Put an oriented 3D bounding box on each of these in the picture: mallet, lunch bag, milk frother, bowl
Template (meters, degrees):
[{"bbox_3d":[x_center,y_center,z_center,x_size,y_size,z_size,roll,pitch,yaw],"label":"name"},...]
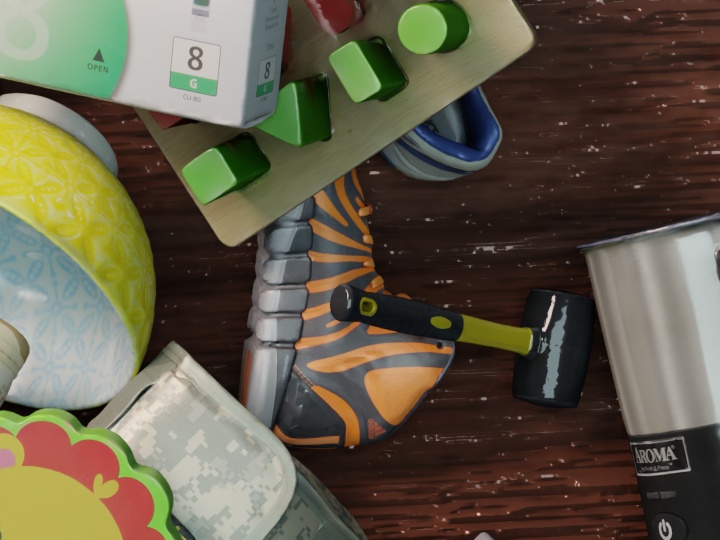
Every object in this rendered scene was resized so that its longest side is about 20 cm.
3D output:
[{"bbox_3d":[0.054,0.041,1.574,0.200,0.041,0.066,2,93,-47],"label":"mallet"},{"bbox_3d":[-0.092,0.156,1.541,0.164,0.118,0.200,-46,122,-4],"label":"lunch bag"},{"bbox_3d":[0.244,0.053,1.611,0.200,0.180,0.189,-13,91,-48],"label":"milk frother"},{"bbox_3d":[-0.186,-0.029,1.550,0.200,0.200,0.108,30,58,-4],"label":"bowl"}]

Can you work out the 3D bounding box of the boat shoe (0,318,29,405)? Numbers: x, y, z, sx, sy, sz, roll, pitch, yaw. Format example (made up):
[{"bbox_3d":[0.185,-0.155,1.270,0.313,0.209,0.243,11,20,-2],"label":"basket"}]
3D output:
[{"bbox_3d":[-0.270,0.026,1.497,0.200,0.074,0.069,24,69,-10],"label":"boat shoe"}]

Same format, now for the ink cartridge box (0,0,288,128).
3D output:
[{"bbox_3d":[-0.111,-0.182,1.436,0.161,0.050,0.201,13,110,20],"label":"ink cartridge box"}]

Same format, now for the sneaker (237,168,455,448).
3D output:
[{"bbox_3d":[0.000,0.000,1.612,0.112,0.078,0.201,7,99,-9],"label":"sneaker"}]

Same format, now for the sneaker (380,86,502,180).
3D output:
[{"bbox_3d":[0.014,-0.138,1.582,0.075,0.088,0.200,-41,106,-15],"label":"sneaker"}]

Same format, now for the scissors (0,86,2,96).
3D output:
[{"bbox_3d":[-0.198,-0.060,1.620,0.073,0.014,0.200,-27,93,-6],"label":"scissors"}]

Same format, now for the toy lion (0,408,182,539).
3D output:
[{"bbox_3d":[-0.161,0.177,1.453,0.192,0.069,0.200,-38,92,3],"label":"toy lion"}]

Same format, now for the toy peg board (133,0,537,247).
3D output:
[{"bbox_3d":[-0.048,-0.143,1.503,0.200,0.098,0.199,-33,90,11],"label":"toy peg board"}]

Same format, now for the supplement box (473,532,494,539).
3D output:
[{"bbox_3d":[0.094,0.246,1.576,0.109,0.061,0.200,-44,123,-4],"label":"supplement box"}]
